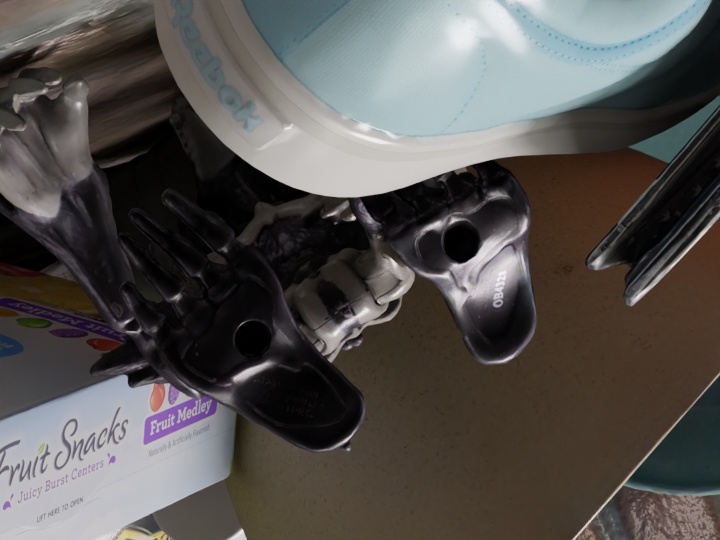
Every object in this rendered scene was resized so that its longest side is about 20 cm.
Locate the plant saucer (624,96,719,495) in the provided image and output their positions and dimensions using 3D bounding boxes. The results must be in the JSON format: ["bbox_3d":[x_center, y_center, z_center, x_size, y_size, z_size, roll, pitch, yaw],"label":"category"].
[{"bbox_3d":[0.116,-0.014,0.909,0.200,0.200,0.036,-22,-174,33],"label":"plant saucer"}]

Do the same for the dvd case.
[{"bbox_3d":[0.119,-0.074,0.493,0.200,0.016,0.149,-49,176,6],"label":"dvd case"}]

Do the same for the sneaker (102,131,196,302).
[{"bbox_3d":[0.000,0.000,0.859,0.091,0.076,0.200,-36,140,30],"label":"sneaker"}]

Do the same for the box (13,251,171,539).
[{"bbox_3d":[-0.111,0.057,1.045,0.159,0.046,0.200,-22,-143,-32],"label":"box"}]

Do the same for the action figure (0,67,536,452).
[{"bbox_3d":[-0.022,-0.020,0.571,0.119,0.102,0.200,-28,-169,-7],"label":"action figure"}]

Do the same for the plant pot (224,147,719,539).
[{"bbox_3d":[0.027,0.028,0.749,0.200,0.134,0.200,-48,172,-9],"label":"plant pot"}]

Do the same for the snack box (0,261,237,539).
[{"bbox_3d":[-0.139,0.039,0.643,0.142,0.053,0.200,13,-165,25],"label":"snack box"}]

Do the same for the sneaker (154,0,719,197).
[{"bbox_3d":[0.052,-0.066,0.446,0.082,0.074,0.200,-32,179,37],"label":"sneaker"}]

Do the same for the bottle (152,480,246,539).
[{"bbox_3d":[-0.016,0.103,0.925,0.065,0.084,0.200,-39,151,7],"label":"bottle"}]

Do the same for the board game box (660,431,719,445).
[{"bbox_3d":[0.107,0.044,1.022,0.200,0.039,0.158,-11,-174,3],"label":"board game box"}]

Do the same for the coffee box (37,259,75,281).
[{"bbox_3d":[-0.082,0.022,0.932,0.114,0.080,0.200,-27,-175,46],"label":"coffee box"}]
